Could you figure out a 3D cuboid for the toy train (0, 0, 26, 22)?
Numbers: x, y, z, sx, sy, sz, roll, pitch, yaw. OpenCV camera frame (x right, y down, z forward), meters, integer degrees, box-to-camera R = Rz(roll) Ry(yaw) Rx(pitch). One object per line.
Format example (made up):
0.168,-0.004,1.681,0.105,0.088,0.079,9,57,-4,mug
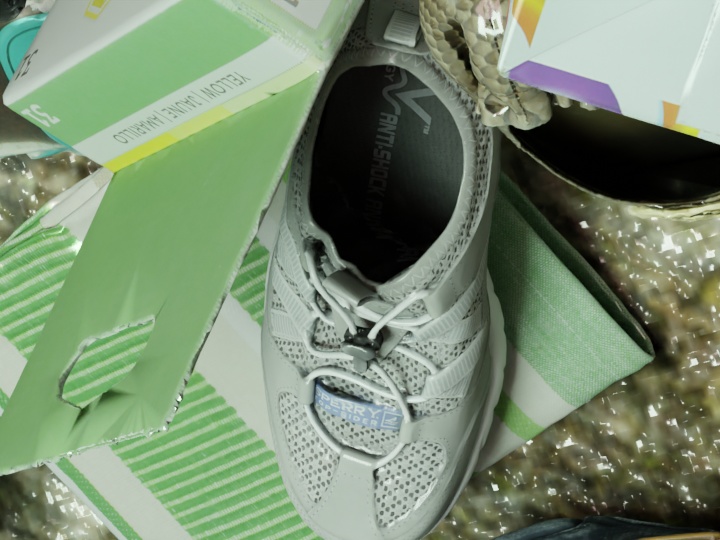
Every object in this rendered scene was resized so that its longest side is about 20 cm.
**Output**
-0.096,-0.133,0.840,0.046,0.200,0.034,35,156,-25,toy train

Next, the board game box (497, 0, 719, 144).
0.098,-0.114,0.643,0.103,0.200,0.105,17,118,-2,board game box

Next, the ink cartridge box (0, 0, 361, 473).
-0.052,-0.048,0.768,0.048,0.200,0.145,33,159,-17,ink cartridge box

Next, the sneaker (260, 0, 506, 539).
0.000,0.000,0.819,0.075,0.082,0.200,10,119,13,sneaker

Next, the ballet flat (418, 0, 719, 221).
0.065,-0.039,0.747,0.067,0.200,0.046,-13,72,17,ballet flat

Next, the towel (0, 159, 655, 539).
-0.029,0.017,0.906,0.200,0.023,0.153,-36,101,33,towel

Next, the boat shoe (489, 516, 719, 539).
0.112,0.100,0.838,0.200,0.091,0.071,-4,104,5,boat shoe

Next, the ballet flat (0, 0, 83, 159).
-0.110,-0.071,0.917,0.200,0.072,0.072,-8,100,14,ballet flat
